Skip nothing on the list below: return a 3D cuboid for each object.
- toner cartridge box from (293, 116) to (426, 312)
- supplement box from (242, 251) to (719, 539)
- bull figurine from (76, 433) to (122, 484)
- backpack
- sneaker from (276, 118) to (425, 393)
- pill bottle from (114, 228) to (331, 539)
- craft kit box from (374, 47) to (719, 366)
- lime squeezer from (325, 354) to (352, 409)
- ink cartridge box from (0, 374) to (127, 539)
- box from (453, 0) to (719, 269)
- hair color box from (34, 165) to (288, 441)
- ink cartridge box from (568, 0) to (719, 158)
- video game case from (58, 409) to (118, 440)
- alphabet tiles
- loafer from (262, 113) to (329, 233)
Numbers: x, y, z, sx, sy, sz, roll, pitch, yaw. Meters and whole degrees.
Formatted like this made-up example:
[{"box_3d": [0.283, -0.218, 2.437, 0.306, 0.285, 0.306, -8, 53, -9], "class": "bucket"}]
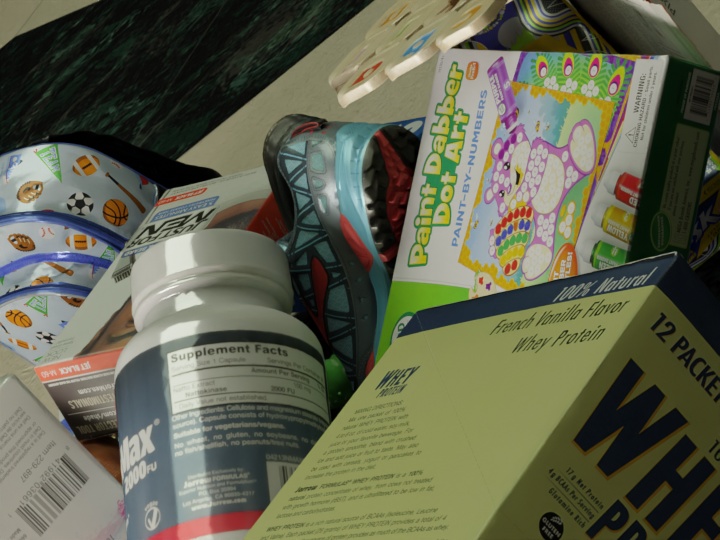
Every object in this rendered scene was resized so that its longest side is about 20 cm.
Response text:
[{"box_3d": [-0.022, -0.038, 1.748, 0.095, 0.043, 0.200, -8, 26, 42], "class": "toner cartridge box"}, {"box_3d": [0.069, 0.120, 1.117, 0.200, 0.134, 0.200, -14, 32, 54], "class": "supplement box"}, {"box_3d": [-0.219, 0.142, 1.582, 0.199, 0.065, 0.122, -13, 35, 8], "class": "bull figurine"}, {"box_3d": [-0.217, -0.011, 1.926, 0.200, 0.190, 0.154, -27, 39, 38], "class": "backpack"}, {"box_3d": [0.000, 0.000, 1.452, 0.095, 0.200, 0.079, 15, 33, 36], "class": "sneaker"}, {"box_3d": [-0.074, 0.086, 1.376, 0.119, 0.119, 0.200, -29, 55, 33], "class": "pill bottle"}, {"box_3d": [0.093, -0.015, 1.321, 0.197, 0.048, 0.201, 8, 86, 59], "class": "craft kit box"}, {"box_3d": [-0.023, 0.055, 1.582, 0.038, 0.071, 0.200, -49, -14, 14], "class": "lime squeezer"}, {"box_3d": [-0.184, 0.179, 1.395, 0.145, 0.200, 0.087, -51, 17, -25], "class": "ink cartridge box"}, {"box_3d": [0.130, -0.082, 1.413, 0.070, 0.064, 0.200, -39, 54, 1], "class": "box"}, {"box_3d": [-0.107, 0.016, 1.584, 0.111, 0.064, 0.200, -13, 30, 32], "class": "hair color box"}, {"box_3d": [0.190, -0.112, 1.370, 0.050, 0.161, 0.200, -44, 18, -3], "class": "ink cartridge box"}, {"box_3d": [-0.128, 0.090, 1.741, 0.181, 0.045, 0.200, -40, 18, 6], "class": "video game case"}, {"box_3d": [0.068, -0.162, 1.430, 0.200, 0.015, 0.196, -26, 18, 41], "class": "alphabet tiles"}, {"box_3d": [-0.020, -0.036, 1.559, 0.073, 0.200, 0.072, -46, 53, -12], "class": "loafer"}]
